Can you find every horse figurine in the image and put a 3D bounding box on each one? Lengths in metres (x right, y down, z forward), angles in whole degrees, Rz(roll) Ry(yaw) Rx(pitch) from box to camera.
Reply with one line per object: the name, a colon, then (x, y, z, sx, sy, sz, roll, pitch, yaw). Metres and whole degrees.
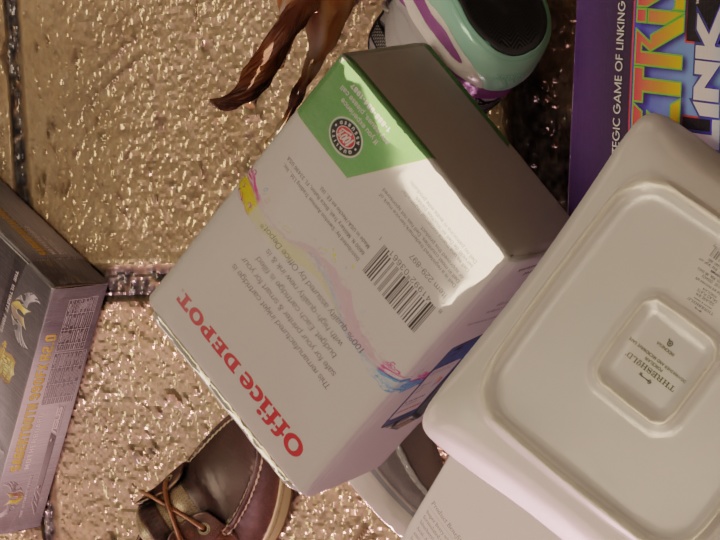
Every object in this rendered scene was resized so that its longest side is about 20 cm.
horse figurine: (-0.027, -0.152, 1.671, 0.050, 0.200, 0.133, 25, 122, 1)

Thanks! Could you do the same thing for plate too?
plate: (0.147, 0.046, 1.423, 0.199, 0.032, 0.200, 38, 93, 32)

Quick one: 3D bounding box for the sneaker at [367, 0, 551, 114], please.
sneaker: (0.033, -0.162, 1.648, 0.140, 0.077, 0.201, 124, 141, -52)

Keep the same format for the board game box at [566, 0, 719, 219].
board game box: (0.182, -0.103, 1.496, 0.165, 0.057, 0.201, 10, 102, 47)

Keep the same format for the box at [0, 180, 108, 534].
box: (-0.255, 0.055, 2.026, 0.158, 0.048, 0.201, 41, 124, 39)

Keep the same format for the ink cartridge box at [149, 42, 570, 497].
ink cartridge box: (0.000, 0.000, 1.577, 0.145, 0.087, 0.200, 51, 121, 17)

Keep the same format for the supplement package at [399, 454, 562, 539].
supplement package: (0.120, 0.129, 1.545, 0.121, 0.119, 0.200, 52, 130, 31)

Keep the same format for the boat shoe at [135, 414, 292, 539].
boat shoe: (-0.106, 0.161, 1.846, 0.072, 0.072, 0.200, 55, 132, 29)

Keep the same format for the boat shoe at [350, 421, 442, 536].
boat shoe: (0.008, 0.061, 1.691, 0.068, 0.072, 0.201, -33, 78, 20)
